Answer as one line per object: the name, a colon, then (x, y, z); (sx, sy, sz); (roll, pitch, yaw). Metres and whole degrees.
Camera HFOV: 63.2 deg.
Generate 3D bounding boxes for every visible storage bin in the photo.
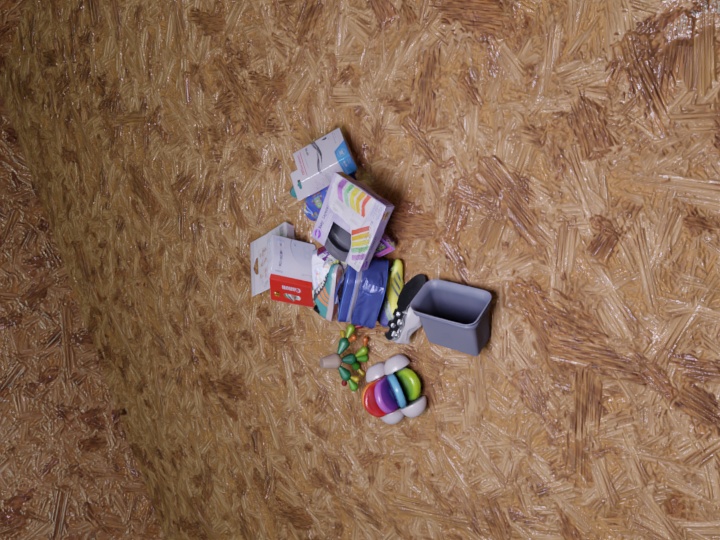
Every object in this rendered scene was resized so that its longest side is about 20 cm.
storage bin: (0.245, 0.122, 1.504); (0.196, 0.146, 0.137); (13, 137, 37)

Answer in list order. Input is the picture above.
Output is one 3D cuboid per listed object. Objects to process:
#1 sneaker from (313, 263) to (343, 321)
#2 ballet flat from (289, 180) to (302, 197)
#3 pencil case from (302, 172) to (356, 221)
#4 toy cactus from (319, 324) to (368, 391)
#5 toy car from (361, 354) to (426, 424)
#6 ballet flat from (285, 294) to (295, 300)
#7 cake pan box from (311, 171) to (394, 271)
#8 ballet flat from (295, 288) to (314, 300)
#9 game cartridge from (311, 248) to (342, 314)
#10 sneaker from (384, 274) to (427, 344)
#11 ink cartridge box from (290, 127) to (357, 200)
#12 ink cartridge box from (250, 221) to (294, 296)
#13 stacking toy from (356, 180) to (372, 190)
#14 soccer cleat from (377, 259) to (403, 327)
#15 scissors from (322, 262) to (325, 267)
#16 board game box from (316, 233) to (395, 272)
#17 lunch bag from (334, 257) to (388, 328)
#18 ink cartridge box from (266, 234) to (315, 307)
sneaker: (-0.101, 0.059, 1.701); (0.078, 0.072, 0.205); (20, 129, 12)
ballet flat: (-0.151, -0.296, 1.792); (0.197, 0.069, 0.067); (-30, 56, 39)
pencil case: (-0.091, -0.223, 1.735); (0.198, 0.078, 0.088); (-30, 95, 41)
toy cactus: (-0.051, 0.265, 1.779); (0.101, 0.160, 0.208); (21, 111, 56)
toy car: (0.082, 0.354, 1.683); (0.198, 0.148, 0.180); (-30, 81, 41)
ballet flat: (-0.266, 0.020, 1.952); (0.199, 0.064, 0.076); (43, 169, 31)
cake pan box: (-0.026, -0.126, 1.530); (0.183, 0.052, 0.204); (37, 117, 25)
ballet flat: (-0.159, 0.072, 1.881); (0.196, 0.071, 0.074); (-13, 93, 43)
game cartridge: (-0.082, 0.031, 1.780); (0.128, 0.042, 0.208); (-11, 96, 3)
sneaker: (0.145, 0.110, 1.628); (0.074, 0.087, 0.205); (38, 104, 56)
ink cartridge box: (-0.118, -0.300, 1.662); (0.195, 0.067, 0.118); (-27, 57, 8)
ink cartridge box: (-0.285, -0.030, 1.908); (0.173, 0.044, 0.206); (-25, 59, 32)
stacking toy: (-0.031, -0.136, 1.634); (0.199, 0.145, 0.148); (-41, 74, 23)
soccer cleat: (0.101, 0.067, 1.666); (0.081, 0.065, 0.207); (14, 109, 5)
scissors: (-0.050, -0.089, 1.728); (0.072, 0.014, 0.205); (27, 95, 28)
board game box: (-0.013, -0.059, 1.627); (0.196, 0.119, 0.033); (-25, 41, 32)
lunch bag: (-0.004, 0.059, 1.630); (0.128, 0.138, 0.204); (13, 130, -3)
ink cartridge box: (-0.206, 0.001, 1.795); (0.047, 0.156, 0.206); (-37, 51, 42)
